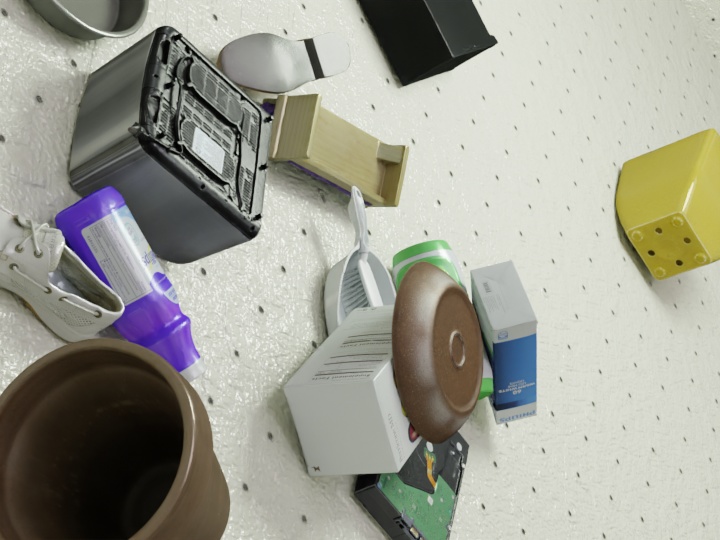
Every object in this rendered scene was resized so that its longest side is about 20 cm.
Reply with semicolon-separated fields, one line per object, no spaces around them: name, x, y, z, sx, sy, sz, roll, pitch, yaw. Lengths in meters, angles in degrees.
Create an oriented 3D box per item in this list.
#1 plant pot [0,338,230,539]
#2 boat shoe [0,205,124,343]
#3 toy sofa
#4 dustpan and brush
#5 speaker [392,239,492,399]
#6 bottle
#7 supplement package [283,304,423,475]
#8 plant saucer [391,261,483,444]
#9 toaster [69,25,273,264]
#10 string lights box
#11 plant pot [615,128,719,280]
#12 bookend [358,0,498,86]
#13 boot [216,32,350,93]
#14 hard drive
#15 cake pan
plant pot;-0.195;0.179;1.268;0.175;0.200;0.201;54;25;-58
boat shoe;-0.289;-0.015;1.348;0.200;0.069;0.071;43;37;-34
toy sofa;-0.037;-0.143;1.858;0.200;0.097;0.083;25;71;-50
dustpan and brush;0.000;0.000;1.813;0.139;0.057;0.201;8;61;-56
speaker;0.102;0.067;1.896;0.088;0.088;0.201;7;63;-57
bottle;-0.214;0.019;1.440;0.200;0.065;0.084;61;7;-7
supplement package;0.016;0.128;1.664;0.200;0.109;0.114;-47;126;-57
plant saucer;0.092;0.088;1.662;0.200;0.037;0.201;22;65;-61
toaster;-0.192;-0.129;1.541;0.200;0.118;0.181;41;37;-37
string lights box;0.181;0.094;1.924;0.200;0.059;0.103;82;-7;-50
plant pot;0.564;-0.095;2.684;0.194;0.195;0.200;54;40;-18
bookend;0.089;-0.388;2.218;0.200;0.092;0.199;62;28;-2
boot;-0.105;-0.246;1.834;0.200;0.075;0.074;-13;92;-46
hard drive;0.062;0.230;1.765;0.140;0.038;0.200;51;32;-24
cake pan;-0.303;-0.327;1.592;0.200;0.037;0.201;38;40;-40
